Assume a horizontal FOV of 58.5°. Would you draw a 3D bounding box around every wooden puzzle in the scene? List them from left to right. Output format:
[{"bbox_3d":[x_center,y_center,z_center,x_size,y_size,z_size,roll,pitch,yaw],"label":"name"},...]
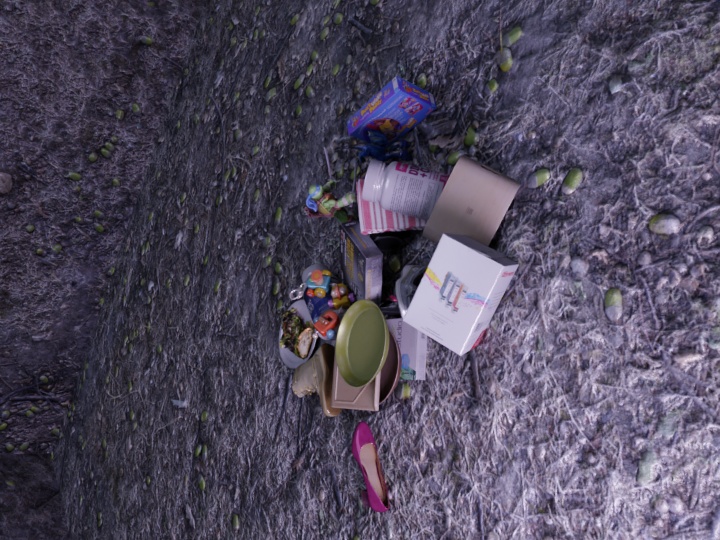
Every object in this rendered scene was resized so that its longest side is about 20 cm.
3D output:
[{"bbox_3d":[-0.005,0.237,1.542,0.199,0.037,0.188,-12,70,54],"label":"wooden puzzle"}]

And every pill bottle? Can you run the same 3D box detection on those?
[{"bbox_3d":[-0.094,0.080,1.741,0.111,0.110,0.201,-52,44,27],"label":"pill bottle"},{"bbox_3d":[0.059,-0.159,1.626,0.111,0.111,0.203,-26,60,44],"label":"pill bottle"},{"bbox_3d":[0.109,-0.186,1.486,0.113,0.197,0.115,14,-90,-85],"label":"pill bottle"}]

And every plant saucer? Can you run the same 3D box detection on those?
[{"bbox_3d":[0.009,0.168,1.482,0.199,0.031,0.203,-22,63,52],"label":"plant saucer"},{"bbox_3d":[0.035,0.227,1.544,0.199,0.034,0.204,-17,67,48],"label":"plant saucer"}]

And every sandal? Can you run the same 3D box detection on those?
[{"bbox_3d":[0.100,0.081,1.535,0.198,0.075,0.046,-7,76,42],"label":"sandal"}]

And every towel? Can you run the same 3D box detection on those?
[{"bbox_3d":[0.092,-0.161,1.554,0.030,0.197,0.149,93,172,-67],"label":"towel"}]

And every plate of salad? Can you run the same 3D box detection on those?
[{"bbox_3d":[-0.193,0.185,1.884,0.199,0.048,0.203,-19,65,48],"label":"plate of salad"}]

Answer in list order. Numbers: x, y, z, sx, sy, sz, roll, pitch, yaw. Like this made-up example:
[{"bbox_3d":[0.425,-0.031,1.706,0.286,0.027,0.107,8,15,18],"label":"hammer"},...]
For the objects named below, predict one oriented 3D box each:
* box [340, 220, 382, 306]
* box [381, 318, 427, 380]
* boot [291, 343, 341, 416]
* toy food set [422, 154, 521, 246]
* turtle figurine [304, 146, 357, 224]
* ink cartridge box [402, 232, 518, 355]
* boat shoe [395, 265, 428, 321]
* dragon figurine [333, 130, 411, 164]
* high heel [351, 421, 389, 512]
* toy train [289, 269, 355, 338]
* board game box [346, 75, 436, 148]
[{"bbox_3d":[0.000,0.000,1.625,0.159,0.048,0.202,-125,27,-45],"label":"box"},{"bbox_3d":[0.080,0.190,1.552,0.199,0.036,0.147,-11,71,51],"label":"box"},{"bbox_3d":[-0.117,0.317,1.729,0.155,0.072,0.202,-39,49,37],"label":"boot"},{"bbox_3d":[0.240,-0.131,1.401,0.142,0.060,0.202,28,103,11],"label":"toy food set"},{"bbox_3d":[-0.042,-0.194,1.715,0.142,0.194,0.202,4,58,37],"label":"turtle figurine"},{"bbox_3d":[0.207,0.042,1.316,0.144,0.145,0.202,30,104,21],"label":"ink cartridge box"},{"bbox_3d":[0.122,0.044,1.449,0.064,0.202,0.075,-10,112,18],"label":"boat shoe"},{"bbox_3d":[0.036,-0.322,1.672,0.100,0.197,0.060,124,161,-57],"label":"dragon figurine"},{"bbox_3d":[0.033,0.456,1.502,0.096,0.067,0.203,-20,78,57],"label":"high heel"},{"bbox_3d":[-0.102,0.074,1.641,0.150,0.056,0.200,-37,52,-10],"label":"toy train"},{"bbox_3d":[0.078,-0.400,1.658,0.199,0.133,0.045,-33,55,40],"label":"board game box"}]
